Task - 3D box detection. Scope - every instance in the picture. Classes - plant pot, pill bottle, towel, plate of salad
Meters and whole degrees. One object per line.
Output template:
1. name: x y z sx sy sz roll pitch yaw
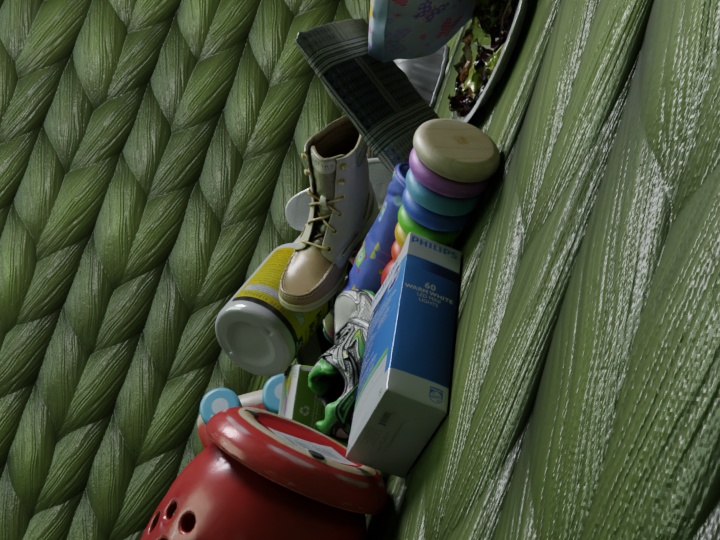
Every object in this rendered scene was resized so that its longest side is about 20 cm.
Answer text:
1. plant pot: -0.085 0.232 0.914 0.200 0.199 0.184 -167 101 -82
2. pill bottle: -0.094 0.034 1.323 0.200 0.111 0.112 -54 -6 -45
3. towel: 0.016 -0.204 1.183 0.034 0.193 0.200 -38 1 27
4. plate of salad: 0.135 -0.256 1.127 0.200 0.048 0.202 -160 90 -82

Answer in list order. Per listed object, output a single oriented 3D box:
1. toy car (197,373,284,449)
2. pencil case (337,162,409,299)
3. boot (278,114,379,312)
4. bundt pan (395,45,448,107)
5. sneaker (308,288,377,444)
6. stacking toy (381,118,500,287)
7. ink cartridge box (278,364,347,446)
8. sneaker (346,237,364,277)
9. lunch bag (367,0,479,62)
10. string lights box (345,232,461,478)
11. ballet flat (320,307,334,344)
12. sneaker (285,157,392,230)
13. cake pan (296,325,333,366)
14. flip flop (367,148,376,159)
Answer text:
1. toy car: -0.142 0.284 1.510 0.185 0.175 0.202 95 162 -67
2. pencil case: 0.041 -0.030 1.112 0.087 0.077 0.201 -98 26 -51
3. boot: -0.041 -0.066 1.153 0.201 0.071 0.155 -58 -24 -35
4. bundt pan: 0.063 -0.262 1.561 0.202 0.075 0.204 -161 90 -82
5. sneaker: -0.009 0.089 1.038 0.201 0.084 0.078 -96 28 -49
6. stacking toy: 0.069 -0.045 1.003 0.086 0.084 0.201 -80 5 -51
7. ink cartridge box: -0.051 0.123 1.265 0.148 0.075 0.202 151 126 -78
8. sneaker: 0.000 0.000 1.313 0.200 0.081 0.071 128 161 -67
9. lunch bag: 0.079 -0.350 1.150 0.200 0.127 0.170 -47 -16 -19
10. string lights box: 0.041 0.072 0.928 0.201 0.058 0.103 -78 12 -47
11. ballet flat: -0.016 0.023 1.478 0.071 0.069 0.201 -38 23 26
12. sneaker: 0.001 -0.108 1.392 0.099 0.198 0.071 -21 -87 -69
13. cake pan: -0.067 0.057 1.498 0.200 0.036 0.203 -6 -90 -80
14. flip flop: 0.047 -0.139 1.430 0.081 0.057 0.202 -32 -41 -46
